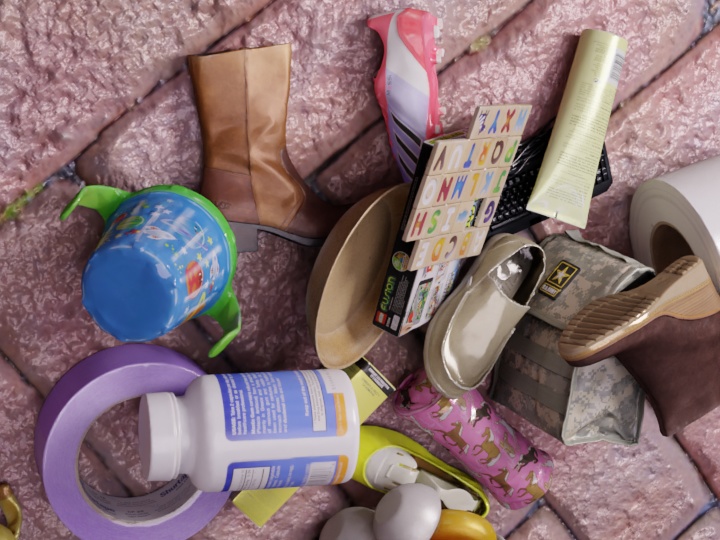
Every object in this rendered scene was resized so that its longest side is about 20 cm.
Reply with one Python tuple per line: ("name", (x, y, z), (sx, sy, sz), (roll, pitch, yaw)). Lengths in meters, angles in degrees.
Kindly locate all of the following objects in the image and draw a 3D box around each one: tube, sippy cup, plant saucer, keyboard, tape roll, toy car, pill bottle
("tube", (0.229, -0.150, 1.556), (0.058, 0.052, 0.201), (14, 89, 15))
("sippy cup", (-0.196, 0.001, 1.387), (0.176, 0.130, 0.141), (10, 110, 8))
("plant saucer", (0.000, 0.000, 1.470), (0.200, 0.035, 0.201), (-47, 151, -35))
("keyboard", (0.179, -0.092, 1.577), (0.199, 0.040, 0.105), (-25, 113, -13))
("tape roll", (0.396, -0.023, 1.589), (0.138, 0.203, 0.204), (-20, 111, -15))
("tape roll", (-0.223, 0.178, 1.488), (0.199, 0.066, 0.202), (-6, 107, -19))
("toy car", (0.055, 0.331, 1.564), (0.175, 0.199, 0.151), (36, 46, -27))
("pill bottle", (-0.109, 0.154, 1.425), (0.198, 0.112, 0.113), (-1, 105, -16))

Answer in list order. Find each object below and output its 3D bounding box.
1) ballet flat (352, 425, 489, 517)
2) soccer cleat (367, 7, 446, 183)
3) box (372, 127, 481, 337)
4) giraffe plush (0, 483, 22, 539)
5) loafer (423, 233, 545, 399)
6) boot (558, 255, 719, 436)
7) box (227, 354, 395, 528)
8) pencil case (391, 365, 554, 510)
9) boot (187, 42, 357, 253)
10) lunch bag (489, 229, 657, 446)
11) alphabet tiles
("ballet flat", (0.059, 0.223, 1.604), (0.199, 0.067, 0.067), (27, 93, -24))
("soccer cleat", (0.047, -0.165, 1.503), (0.076, 0.067, 0.201), (3, 113, 12))
("box", (0.076, -0.039, 1.501), (0.110, 0.035, 0.201), (-23, 133, -57))
("giraffe plush", (-0.389, 0.300, 1.405), (0.199, 0.162, 0.174), (0, 104, -20))
("loafer", (0.130, 0.040, 1.535), (0.075, 0.068, 0.201), (36, 66, -19))
("boot", (0.290, 0.096, 1.473), (0.199, 0.072, 0.167), (-28, 115, -26))
("box", (-0.058, 0.169, 1.542), (0.200, 0.075, 0.050), (-45, 115, -5))
("pencil case", (0.124, 0.178, 1.603), (0.083, 0.087, 0.200), (-31, 120, 30))
("boot", (-0.076, -0.124, 1.475), (0.187, 0.068, 0.202), (-4, 97, -15))
("lunch bag", (0.229, 0.066, 1.570), (0.117, 0.164, 0.202), (4, 102, -27))
("alphabet tiles", (0.102, -0.083, 1.458), (0.200, 0.008, 0.168), (-13, 126, -61))
